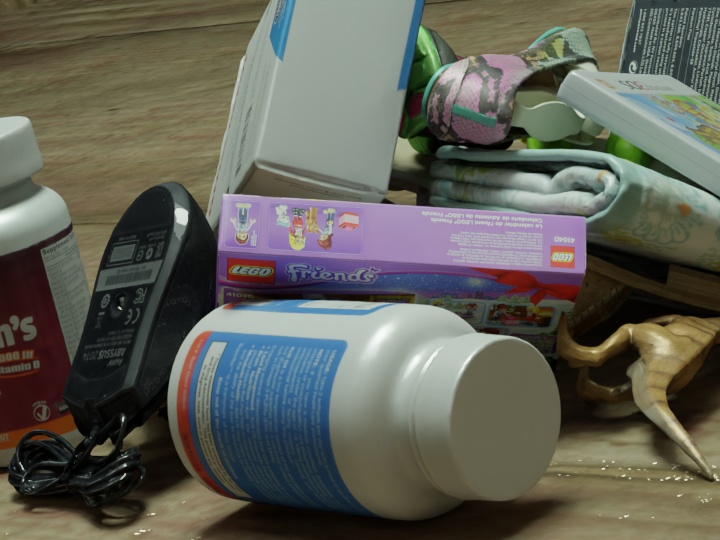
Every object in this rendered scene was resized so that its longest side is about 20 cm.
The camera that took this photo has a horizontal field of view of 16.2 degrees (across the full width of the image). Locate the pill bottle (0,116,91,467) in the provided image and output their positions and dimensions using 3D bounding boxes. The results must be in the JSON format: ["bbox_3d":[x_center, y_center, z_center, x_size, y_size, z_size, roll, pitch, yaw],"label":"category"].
[{"bbox_3d":[-0.224,0.013,1.573,0.110,0.200,0.110,-13,14,3],"label":"pill bottle"}]

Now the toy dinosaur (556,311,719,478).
[{"bbox_3d":[0.159,0.050,1.357,0.106,0.060,0.200,-5,16,25],"label":"toy dinosaur"}]

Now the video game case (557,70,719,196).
[{"bbox_3d":[0.231,-0.062,1.492,0.200,0.022,0.182,33,16,20],"label":"video game case"}]

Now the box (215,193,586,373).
[{"bbox_3d":[0.019,0.011,1.414,0.200,0.039,0.137,4,-27,-2],"label":"box"}]

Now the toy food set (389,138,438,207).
[{"bbox_3d":[0.041,-0.049,1.700,0.143,0.060,0.200,-2,17,-44],"label":"toy food set"}]

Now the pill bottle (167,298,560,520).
[{"bbox_3d":[0.002,0.072,1.312,0.112,0.112,0.200,-25,18,-40],"label":"pill bottle"}]

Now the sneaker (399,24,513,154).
[{"bbox_3d":[0.064,-0.114,1.604,0.084,0.077,0.200,0,-1,7],"label":"sneaker"}]

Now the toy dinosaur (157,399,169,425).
[{"bbox_3d":[-0.083,0.061,1.530,0.136,0.102,0.200,-32,55,-12],"label":"toy dinosaur"}]

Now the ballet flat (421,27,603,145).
[{"bbox_3d":[0.109,-0.103,1.526,0.071,0.069,0.200,28,22,21],"label":"ballet flat"}]

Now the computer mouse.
[{"bbox_3d":[-0.129,0.047,1.475,0.053,0.200,0.138,26,-15,-30],"label":"computer mouse"}]

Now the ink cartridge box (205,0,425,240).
[{"bbox_3d":[-0.030,-0.096,1.544,0.086,0.147,0.200,13,-15,-7],"label":"ink cartridge box"}]

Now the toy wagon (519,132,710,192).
[{"bbox_3d":[0.178,-0.069,1.649,0.155,0.040,0.200,10,1,-43],"label":"toy wagon"}]

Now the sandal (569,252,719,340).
[{"bbox_3d":[0.132,0.021,1.497,0.212,0.070,0.078,14,-1,20],"label":"sandal"}]

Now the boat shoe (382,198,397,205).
[{"bbox_3d":[-0.005,-0.015,1.772,0.075,0.062,0.200,-15,28,-24],"label":"boat shoe"}]

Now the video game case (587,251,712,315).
[{"bbox_3d":[0.221,-0.012,1.631,0.143,0.018,0.200,-20,15,-25],"label":"video game case"}]

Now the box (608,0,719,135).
[{"bbox_3d":[0.292,-0.122,1.710,0.148,0.104,0.200,12,-2,-33],"label":"box"}]

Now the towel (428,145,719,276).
[{"bbox_3d":[0.155,-0.034,1.490,0.171,0.048,0.200,14,-1,-33],"label":"towel"}]
